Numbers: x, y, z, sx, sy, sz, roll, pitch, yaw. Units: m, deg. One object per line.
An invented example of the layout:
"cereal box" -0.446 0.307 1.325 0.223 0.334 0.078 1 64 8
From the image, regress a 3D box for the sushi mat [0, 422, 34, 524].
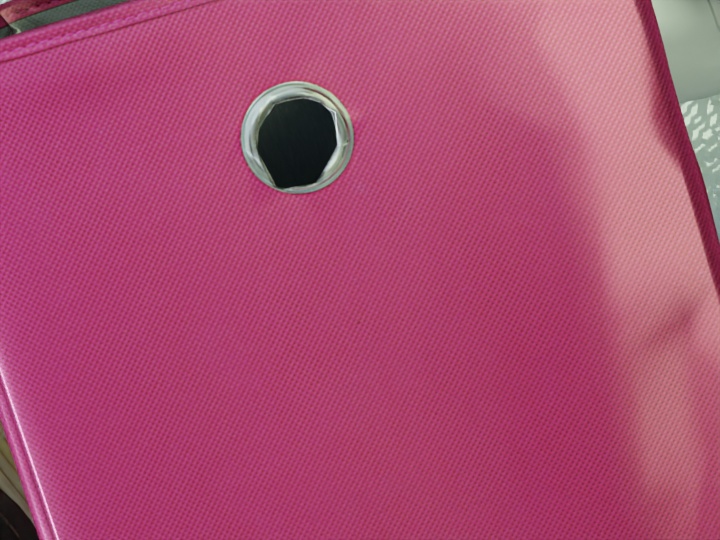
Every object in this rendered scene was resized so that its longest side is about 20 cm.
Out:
"sushi mat" -0.139 0.069 0.908 0.096 0.012 0.200 -40 106 -12

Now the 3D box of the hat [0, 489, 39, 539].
"hat" -0.177 0.132 0.859 0.200 0.081 0.201 -1 96 -13

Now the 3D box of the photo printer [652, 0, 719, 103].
"photo printer" 0.110 -0.163 0.951 0.166 0.069 0.200 -31 104 -17

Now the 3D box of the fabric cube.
"fabric cube" 0.000 0.000 0.828 0.196 0.200 0.200 -16 100 4
